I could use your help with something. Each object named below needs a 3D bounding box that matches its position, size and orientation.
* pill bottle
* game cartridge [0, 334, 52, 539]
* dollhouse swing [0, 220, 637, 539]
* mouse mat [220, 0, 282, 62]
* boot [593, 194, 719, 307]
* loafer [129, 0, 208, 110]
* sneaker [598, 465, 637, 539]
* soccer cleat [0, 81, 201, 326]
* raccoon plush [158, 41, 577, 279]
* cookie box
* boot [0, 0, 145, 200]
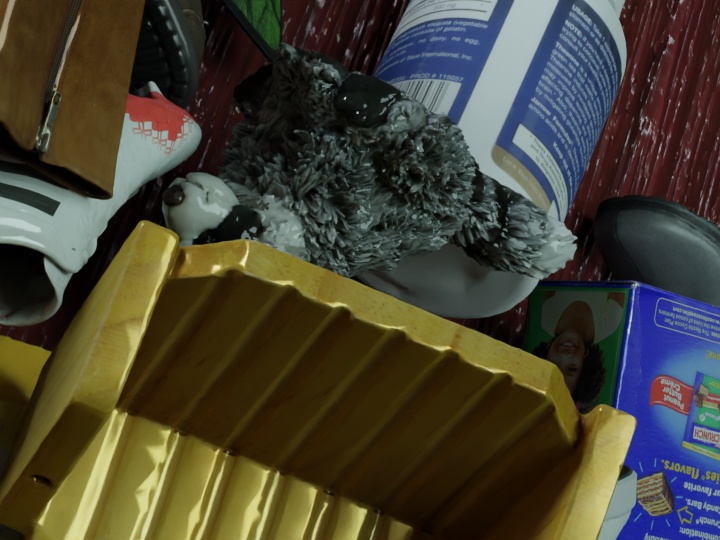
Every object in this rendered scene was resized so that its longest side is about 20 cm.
[{"bbox_3d":[0.063,-0.083,1.403,0.111,0.111,0.200,53,44,-31],"label":"pill bottle"},{"bbox_3d":[-0.138,0.128,1.150,0.176,0.032,0.201,21,64,-49],"label":"game cartridge"},{"bbox_3d":[-0.035,0.122,1.076,0.200,0.182,0.176,23,56,-11],"label":"dollhouse swing"},{"bbox_3d":[-0.064,-0.209,1.293,0.161,0.008,0.201,49,35,-62],"label":"mouse mat"},{"bbox_3d":[0.172,0.066,1.554,0.200,0.070,0.132,51,50,-28],"label":"boot"},{"bbox_3d":[-0.116,-0.160,1.229,0.071,0.073,0.201,-66,143,-65],"label":"loafer"},{"bbox_3d":[0.067,0.129,1.283,0.200,0.073,0.085,-19,117,-67],"label":"sneaker"},{"bbox_3d":[-0.128,-0.022,1.156,0.200,0.069,0.085,-15,74,-54],"label":"soccer cleat"},{"bbox_3d":[0.000,0.000,1.226,0.200,0.097,0.134,30,81,-24],"label":"raccoon plush"},{"bbox_3d":[0.150,0.119,1.453,0.171,0.075,0.201,17,78,-41],"label":"cookie box"},{"bbox_3d":[-0.080,-0.126,1.136,0.188,0.068,0.201,28,67,-63],"label":"boot"}]
